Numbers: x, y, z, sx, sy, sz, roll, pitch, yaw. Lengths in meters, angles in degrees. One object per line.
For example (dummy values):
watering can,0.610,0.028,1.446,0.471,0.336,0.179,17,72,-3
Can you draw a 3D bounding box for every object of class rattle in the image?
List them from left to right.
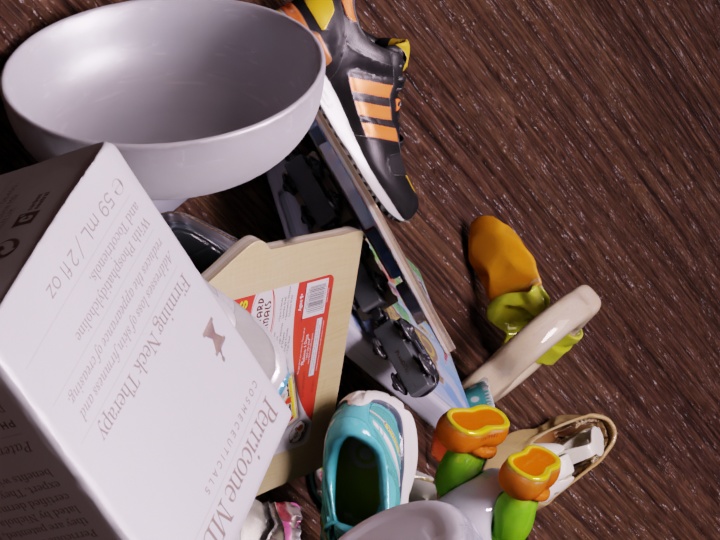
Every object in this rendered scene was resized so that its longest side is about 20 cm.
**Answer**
rattle,0.093,0.049,1.548,0.199,0.130,0.144,-33,95,-31

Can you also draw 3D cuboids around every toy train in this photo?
toy train,0.000,0.000,1.309,0.201,0.034,0.046,61,13,17

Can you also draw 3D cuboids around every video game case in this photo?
video game case,0.008,0.019,1.396,0.200,0.022,0.183,42,21,-43

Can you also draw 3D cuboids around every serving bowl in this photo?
serving bowl,-0.118,-0.097,1.161,0.200,0.198,0.066,-56,150,-52

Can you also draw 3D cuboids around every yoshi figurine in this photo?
yoshi figurine,0.056,0.200,1.325,0.111,0.201,0.113,16,28,-13

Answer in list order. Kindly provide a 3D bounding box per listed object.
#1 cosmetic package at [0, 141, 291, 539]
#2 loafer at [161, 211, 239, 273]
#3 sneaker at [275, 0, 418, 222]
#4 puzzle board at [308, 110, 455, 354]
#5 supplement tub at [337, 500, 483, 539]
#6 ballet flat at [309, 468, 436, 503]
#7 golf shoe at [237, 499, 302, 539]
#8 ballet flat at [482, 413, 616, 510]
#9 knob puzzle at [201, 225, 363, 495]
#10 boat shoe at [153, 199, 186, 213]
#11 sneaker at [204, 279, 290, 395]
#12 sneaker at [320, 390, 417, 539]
cosmetic package,-0.171,0.073,0.997,0.201,0.165,0.168,58,34,-28
loafer,-0.087,0.014,1.273,0.200,0.072,0.073,48,20,-47
sneaker,0.011,-0.132,1.447,0.201,0.090,0.070,58,-3,-23
puzzle board,0.000,-0.047,1.335,0.151,0.017,0.200,60,0,-41
supplement tub,0.058,0.256,1.196,0.201,0.122,0.123,59,34,-24
ballet flat,0.041,0.180,1.403,0.200,0.064,0.076,41,44,-43
golf shoe,-0.090,0.239,1.166,0.073,0.091,0.202,128,-31,-81
ballet flat,0.163,0.160,1.614,0.200,0.063,0.069,-27,100,-59
knob puzzle,-0.088,0.068,1.206,0.219,0.030,0.221,-29,132,-38
boat shoe,-0.123,-0.093,1.263,0.070,0.071,0.200,41,41,0
sneaker,-0.129,0.016,1.088,0.199,0.081,0.077,33,69,1
sneaker,-0.003,0.182,1.264,0.080,0.077,0.202,-37,125,-73
